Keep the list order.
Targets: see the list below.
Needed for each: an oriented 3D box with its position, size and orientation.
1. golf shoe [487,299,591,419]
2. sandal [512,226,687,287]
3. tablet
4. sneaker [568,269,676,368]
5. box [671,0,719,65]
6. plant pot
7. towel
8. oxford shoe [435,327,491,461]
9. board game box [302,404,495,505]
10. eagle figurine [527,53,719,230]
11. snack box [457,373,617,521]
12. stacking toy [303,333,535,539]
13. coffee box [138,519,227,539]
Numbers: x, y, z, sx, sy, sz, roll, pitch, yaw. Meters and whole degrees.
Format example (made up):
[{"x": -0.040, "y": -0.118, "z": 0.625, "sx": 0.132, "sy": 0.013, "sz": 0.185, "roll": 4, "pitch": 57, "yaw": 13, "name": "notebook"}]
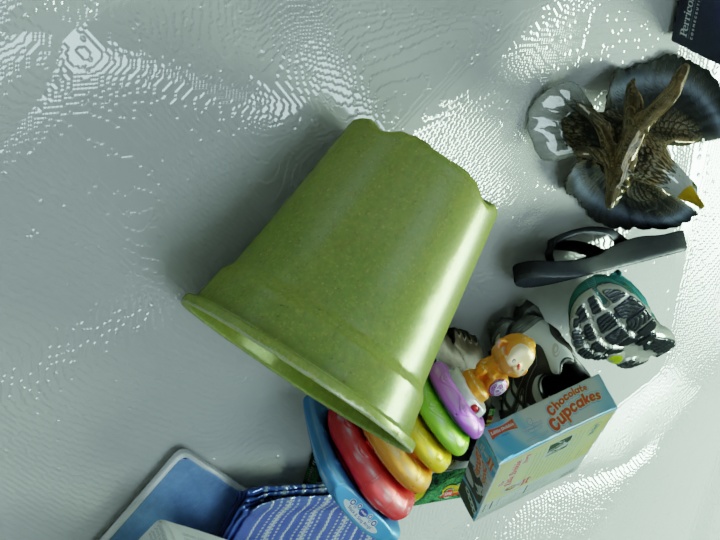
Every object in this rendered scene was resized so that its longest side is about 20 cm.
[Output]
[{"x": 0.180, "y": 0.123, "z": 1.190, "sx": 0.078, "sy": 0.094, "sz": 0.201, "roll": -40, "pitch": 137, "yaw": -12, "name": "golf shoe"}, {"x": 0.215, "y": -0.019, "z": 1.152, "sx": 0.198, "sy": 0.076, "sz": 0.043, "roll": -12, "pitch": 87, "yaw": -34, "name": "sandal"}, {"x": -0.178, "y": 0.246, "z": 1.037, "sx": 0.200, "sy": 0.014, "sz": 0.130, "roll": -49, "pitch": 137, "yaw": -3, "name": "tablet"}, {"x": 0.233, "y": 0.039, "z": 1.172, "sx": 0.077, "sy": 0.080, "sz": 0.200, "roll": -30, "pitch": 155, "yaw": 15, "name": "sneaker"}, {"x": 0.372, "y": -0.231, "z": 1.032, "sx": 0.103, "sy": 0.200, "sz": 0.150, "roll": -16, "pitch": 126, "yaw": -30, "name": "box"}, {"x": 0.000, "y": 0.000, "z": 0.910, "sx": 0.185, "sy": 0.199, "sz": 0.200, "roll": -58, "pitch": 137, "yaw": -9, "name": "plant pot"}, {"x": -0.053, "y": 0.248, "z": 1.106, "sx": 0.198, "sy": 0.024, "sz": 0.146, "roll": 6, "pitch": 121, "yaw": -42, "name": "towel"}, {"x": 0.062, "y": 0.073, "z": 1.091, "sx": 0.085, "sy": 0.072, "sz": 0.201, "roll": -57, "pitch": 139, "yaw": -30, "name": "oxford shoe"}, {"x": 0.035, "y": 0.175, "z": 1.158, "sx": 0.198, "sy": 0.023, "sz": 0.106, "roll": -2, "pitch": 121, "yaw": -38, "name": "board game box"}, {"x": 0.247, "y": -0.104, "z": 1.092, "sx": 0.150, "sy": 0.153, "sz": 0.200, "roll": -19, "pitch": 180, "yaw": 24, "name": "eagle figurine"}, {"x": 0.153, "y": 0.163, "z": 1.116, "sx": 0.115, "sy": 0.037, "sz": 0.201, "roll": -24, "pitch": 158, "yaw": -12, "name": "snack box"}, {"x": 0.060, "y": 0.116, "z": 1.011, "sx": 0.199, "sy": 0.110, "sz": 0.116, "roll": -35, "pitch": 124, "yaw": 8, "name": "stacking toy"}, {"x": -0.125, "y": 0.354, "z": 0.979, "sx": 0.198, "sy": 0.201, "sz": 0.199, "roll": -45, "pitch": 136, "yaw": 14, "name": "coffee box"}]
